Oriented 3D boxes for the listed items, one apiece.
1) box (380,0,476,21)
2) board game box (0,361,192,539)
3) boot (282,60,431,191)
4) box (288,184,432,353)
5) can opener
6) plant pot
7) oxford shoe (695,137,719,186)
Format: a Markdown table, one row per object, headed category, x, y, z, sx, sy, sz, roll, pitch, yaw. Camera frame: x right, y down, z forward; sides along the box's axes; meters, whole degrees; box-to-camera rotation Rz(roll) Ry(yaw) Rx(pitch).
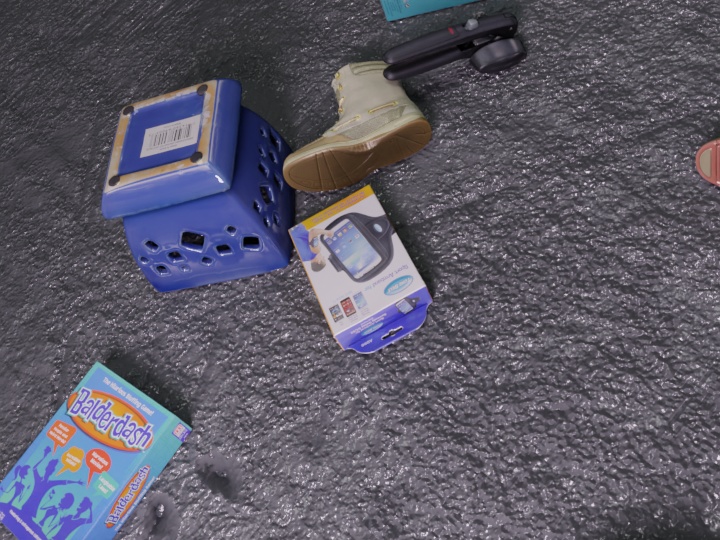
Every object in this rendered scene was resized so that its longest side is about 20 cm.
| category | x | y | z | sx | sy | sz | roll | pitch | yaw |
| --- | --- | --- | --- | --- | --- | --- | --- | --- | --- |
| box | 0.128 | -0.434 | 1.135 | 0.197 | 0.049 | 0.083 | -8 | 55 | 17 |
| board game box | -0.309 | 0.223 | 0.874 | 0.151 | 0.045 | 0.201 | 22 | 68 | 32 |
| boot | -0.021 | -0.197 | 1.022 | 0.198 | 0.072 | 0.156 | -21 | 53 | 0 |
| box | 0.000 | 0.000 | 0.902 | 0.118 | 0.042 | 0.201 | -29 | 50 | 2 |
| can opener | 0.121 | -0.295 | 1.010 | 0.197 | 0.064 | 0.079 | -13 | 47 | -12 |
| plant pot | -0.205 | -0.114 | 0.973 | 0.197 | 0.180 | 0.202 | -11 | 53 | 15 |
| oxford shoe | 0.455 | -0.123 | 0.797 | 0.197 | 0.072 | 0.074 | 3 | 34 | 24 |
